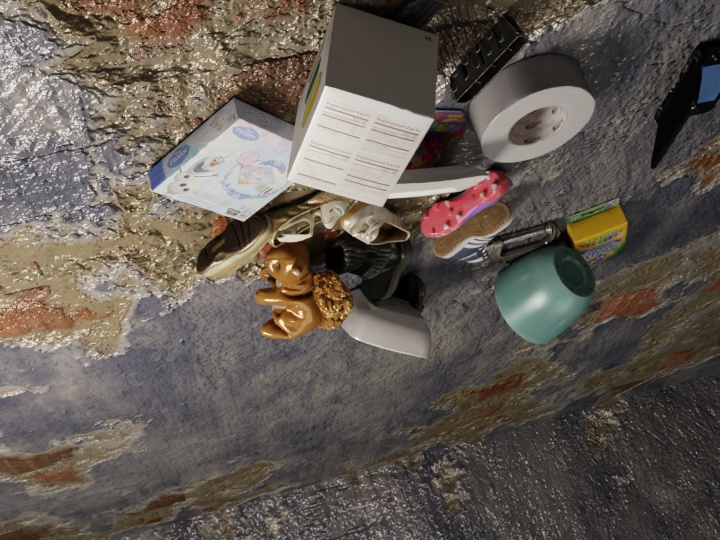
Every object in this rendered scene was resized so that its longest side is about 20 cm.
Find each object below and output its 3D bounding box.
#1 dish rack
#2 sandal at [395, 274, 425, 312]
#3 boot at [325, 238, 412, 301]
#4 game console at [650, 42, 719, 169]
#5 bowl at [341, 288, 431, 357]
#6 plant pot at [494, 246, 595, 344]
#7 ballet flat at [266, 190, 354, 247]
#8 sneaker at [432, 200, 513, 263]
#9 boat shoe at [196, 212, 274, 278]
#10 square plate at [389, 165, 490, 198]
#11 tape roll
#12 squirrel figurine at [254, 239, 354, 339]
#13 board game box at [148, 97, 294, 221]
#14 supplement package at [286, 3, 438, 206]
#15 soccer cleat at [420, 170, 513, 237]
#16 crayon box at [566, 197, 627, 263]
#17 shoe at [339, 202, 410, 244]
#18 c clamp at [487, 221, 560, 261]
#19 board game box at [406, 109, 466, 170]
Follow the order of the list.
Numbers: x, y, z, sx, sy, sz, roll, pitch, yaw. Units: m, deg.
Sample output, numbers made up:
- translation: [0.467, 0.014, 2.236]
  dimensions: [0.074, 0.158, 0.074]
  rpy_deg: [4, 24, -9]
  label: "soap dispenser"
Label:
- translation: [0.120, -0.315, 1.291]
  dimensions: [0.198, 0.055, 0.153]
  rpy_deg: [3, 147, -37]
  label: "dish rack"
- translation: [0.116, 0.069, 2.076]
  dimensions: [0.054, 0.082, 0.201]
  rpy_deg: [-30, 155, -29]
  label: "sandal"
- translation: [-0.001, -0.003, 1.820]
  dimensions: [0.156, 0.080, 0.212]
  rpy_deg: [-9, 149, -25]
  label: "boot"
- translation: [0.597, -0.289, 1.594]
  dimensions: [0.173, 0.118, 0.201]
  rpy_deg: [-12, 155, -12]
  label: "game console"
- translation: [0.052, 0.104, 1.957]
  dimensions: [0.197, 0.200, 0.076]
  rpy_deg: [15, 102, -19]
  label: "bowl"
- translation: [0.426, 0.040, 2.042]
  dimensions: [0.198, 0.203, 0.161]
  rpy_deg: [1, 152, -36]
  label: "plant pot"
- translation: [-0.080, -0.094, 1.595]
  dimensions: [0.198, 0.066, 0.070]
  rpy_deg: [-24, 155, 12]
  label: "ballet flat"
- translation: [0.252, -0.075, 1.851]
  dimensions: [0.108, 0.071, 0.199]
  rpy_deg: [15, 147, -42]
  label: "sneaker"
- translation: [-0.207, -0.041, 1.609]
  dimensions: [0.076, 0.073, 0.199]
  rpy_deg: [22, 146, -37]
  label: "boat shoe"
- translation: [0.100, -0.149, 1.550]
  dimensions: [0.197, 0.029, 0.198]
  rpy_deg: [-6, 178, -9]
  label: "square plate"
- translation: [0.280, -0.262, 1.496]
  dimensions: [0.198, 0.067, 0.201]
  rpy_deg: [-15, 156, -7]
  label: "tape roll"
- translation: [-0.101, 0.027, 1.732]
  dimensions: [0.197, 0.142, 0.188]
  rpy_deg: [11, 134, 7]
  label: "squirrel figurine"
- translation: [-0.187, -0.164, 1.405]
  dimensions: [0.198, 0.044, 0.199]
  rpy_deg: [-32, 152, 28]
  label: "board game box"
- translation: [0.001, -0.220, 1.243]
  dimensions: [0.149, 0.154, 0.200]
  rpy_deg: [14, 146, -13]
  label: "supplement package"
- translation: [0.202, -0.122, 1.737]
  dimensions: [0.199, 0.067, 0.076]
  rpy_deg: [-37, 154, 30]
  label: "soccer cleat"
- translation: [0.533, -0.079, 2.059]
  dimensions: [0.124, 0.052, 0.200]
  rpy_deg: [-21, 155, 5]
  label: "crayon box"
- translation: [0.032, -0.083, 1.660]
  dimensions: [0.070, 0.053, 0.199]
  rpy_deg: [-49, 157, 19]
  label: "shoe"
- translation: [0.353, -0.064, 1.995]
  dimensions: [0.197, 0.027, 0.171]
  rpy_deg: [-14, 156, -11]
  label: "c clamp"
- translation: [0.090, -0.202, 1.517]
  dimensions: [0.198, 0.039, 0.158]
  rpy_deg: [-4, 152, -29]
  label: "board game box"
